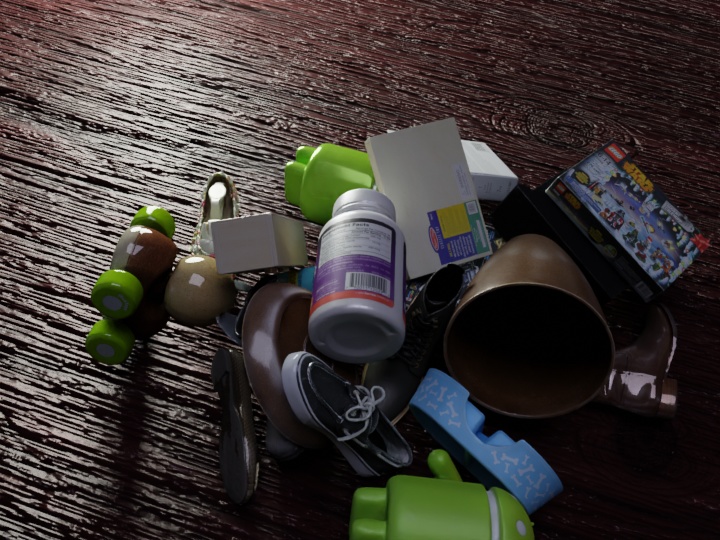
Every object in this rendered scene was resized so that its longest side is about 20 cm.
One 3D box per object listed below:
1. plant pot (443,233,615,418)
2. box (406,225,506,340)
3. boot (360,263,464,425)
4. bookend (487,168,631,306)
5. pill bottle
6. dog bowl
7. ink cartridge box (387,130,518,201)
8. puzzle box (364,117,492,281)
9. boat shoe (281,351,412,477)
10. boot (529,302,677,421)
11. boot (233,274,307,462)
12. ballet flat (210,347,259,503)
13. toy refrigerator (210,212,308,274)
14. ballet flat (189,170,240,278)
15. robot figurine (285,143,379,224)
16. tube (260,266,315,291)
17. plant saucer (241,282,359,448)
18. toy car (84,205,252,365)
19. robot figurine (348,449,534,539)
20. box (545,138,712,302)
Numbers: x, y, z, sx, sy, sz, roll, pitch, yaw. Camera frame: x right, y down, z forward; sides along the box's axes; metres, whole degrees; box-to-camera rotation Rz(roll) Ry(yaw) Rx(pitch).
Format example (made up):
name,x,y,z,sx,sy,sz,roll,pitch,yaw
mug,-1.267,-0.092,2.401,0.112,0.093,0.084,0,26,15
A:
name,x,y,z,sx,sy,sz,roll,pitch,yaw
plant pot,0.205,0.043,0.864,0.186,0.188,0.200,14,33,6
box,0.129,0.006,1.007,0.158,0.046,0.201,18,50,9
boot,0.058,0.088,0.842,0.077,0.138,0.201,24,71,5
bookend,0.326,-0.063,1.017,0.198,0.092,0.200,-32,78,-30
pill bottle,0.000,0.000,0.846,0.111,0.112,0.201,5,50,-2
dog bowl,0.136,0.198,0.804,0.200,0.112,0.050,40,74,22
ink cartridge box,0.134,-0.165,1.095,0.172,0.044,0.200,5,24,-8
puzzle box,0.094,-0.099,0.969,0.132,0.025,0.201,-16,90,-17
boat shoe,-0.008,0.157,0.764,0.068,0.200,0.074,-16,31,30
boot,0.312,0.102,0.940,0.198,0.064,0.187,10,48,8
boot,-0.106,0.112,0.829,0.069,0.132,0.201,-21,39,20
ballet flat,-0.140,0.177,0.830,0.046,0.067,0.201,16,38,-34
toy refrigerator,-0.123,-0.029,0.908,0.075,0.200,0.071,-8,89,5
ballet flat,-0.211,-0.066,1.019,0.075,0.064,0.201,-2,51,-9
robot figurine,-0.011,-0.116,1.037,0.199,0.116,0.176,17,45,10
tube,-0.047,0.019,0.957,0.199,0.051,0.078,-12,43,13
plant saucer,-0.058,0.104,0.822,0.032,0.200,0.201,-22,42,28
toy car,-0.217,0.037,0.888,0.199,0.158,0.165,17,38,-8
robot figurine,0.087,0.277,0.725,0.198,0.116,0.176,7,26,0
box,0.365,-0.072,0.957,0.137,0.040,0.200,-33,77,-32
